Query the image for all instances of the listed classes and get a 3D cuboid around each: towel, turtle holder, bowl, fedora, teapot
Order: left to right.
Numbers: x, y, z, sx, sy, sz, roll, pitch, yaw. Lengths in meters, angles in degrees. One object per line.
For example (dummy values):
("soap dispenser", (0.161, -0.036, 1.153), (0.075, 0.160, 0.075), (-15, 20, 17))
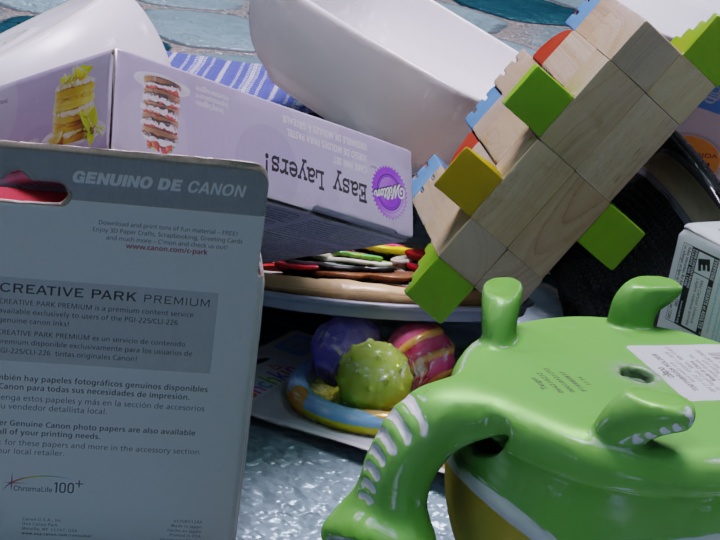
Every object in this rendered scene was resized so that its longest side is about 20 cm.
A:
("teapot", (-0.181, -0.060, 0.952), (0.199, 0.147, 0.197), (-33, 17, -24))
("towel", (-0.089, -0.137, 1.210), (0.198, 0.024, 0.145), (9, 19, 1))
("bowl", (0.028, -0.133, 1.123), (0.199, 0.075, 0.200), (35, 23, 19))
("turtle holder", (0.091, 0.088, 0.654), (0.140, 0.133, 0.185), (23, 25, 32))
("fedora", (0.157, 0.016, 0.893), (0.091, 0.202, 0.201), (-24, 24, -2))

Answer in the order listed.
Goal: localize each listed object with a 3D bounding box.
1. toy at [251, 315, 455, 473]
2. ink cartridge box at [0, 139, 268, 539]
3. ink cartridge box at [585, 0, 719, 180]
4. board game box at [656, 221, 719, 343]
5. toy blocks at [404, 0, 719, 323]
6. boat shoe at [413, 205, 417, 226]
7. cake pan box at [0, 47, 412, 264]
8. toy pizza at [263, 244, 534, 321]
("toy", (0.025, 0.055, 0.843), (0.198, 0.048, 0.115), (18, 20, 24))
("ink cartridge box", (-0.143, 0.019, 0.682), (0.198, 0.177, 0.084), (5, 21, -11))
("ink cartridge box", (0.166, -0.084, 0.992), (0.114, 0.201, 0.068), (19, 50, -1))
("board game box", (0.209, 0.080, 0.701), (0.064, 0.149, 0.200), (-4, 23, -36))
("toy blocks", (0.097, -0.070, 0.868), (0.100, 0.200, 0.137), (38, 11, -16))
("boat shoe", (-0.020, -0.045, 1.012), (0.060, 0.076, 0.199), (28, 8, 38))
("cake pan box", (-0.100, -0.040, 0.788), (0.183, 0.053, 0.199), (-7, -14, 43))
("toy pizza", (0.000, 0.000, 0.936), (0.198, 0.032, 0.200), (5, 5, 0))
